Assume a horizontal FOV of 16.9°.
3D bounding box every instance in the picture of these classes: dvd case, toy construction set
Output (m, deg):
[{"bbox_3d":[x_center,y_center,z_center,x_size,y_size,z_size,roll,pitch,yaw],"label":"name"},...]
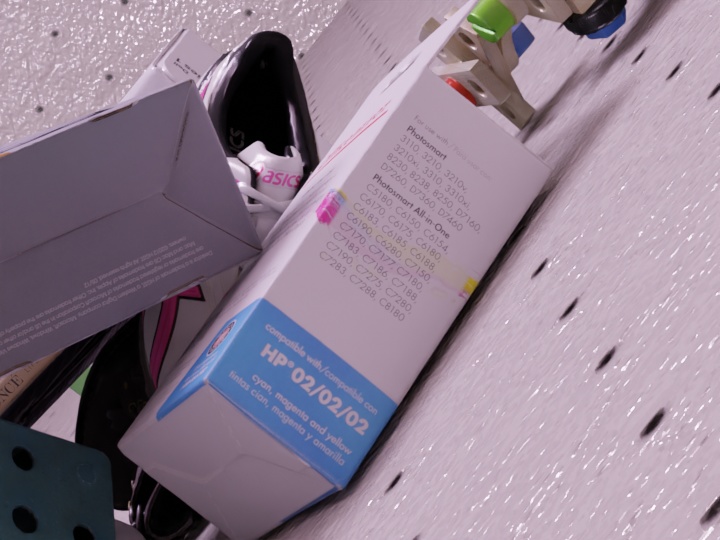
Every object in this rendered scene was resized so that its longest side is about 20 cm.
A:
[{"bbox_3d":[-0.153,0.048,1.203,0.200,0.016,0.149,-48,-2,-22],"label":"dvd case"},{"bbox_3d":[0.090,-0.153,1.041,0.200,0.092,0.131,-60,32,-3],"label":"toy construction set"}]

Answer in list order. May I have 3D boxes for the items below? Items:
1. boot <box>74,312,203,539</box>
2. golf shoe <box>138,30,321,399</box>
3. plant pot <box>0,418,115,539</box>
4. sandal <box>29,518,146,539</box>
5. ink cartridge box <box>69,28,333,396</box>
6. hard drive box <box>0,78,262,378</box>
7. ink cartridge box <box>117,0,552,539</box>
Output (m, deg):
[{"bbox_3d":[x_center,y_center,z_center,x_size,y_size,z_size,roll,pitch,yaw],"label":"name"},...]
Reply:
[{"bbox_3d":[-0.093,0.076,1.168,0.200,0.069,0.174,-61,13,27],"label":"boot"},{"bbox_3d":[-0.053,-0.010,1.034,0.092,0.072,0.200,118,153,-54],"label":"golf shoe"},{"bbox_3d":[-0.193,0.146,1.005,0.200,0.141,0.142,-39,44,35],"label":"plant pot"},{"bbox_3d":[-0.128,0.130,1.085,0.203,0.050,0.083,32,104,62],"label":"sandal"},{"bbox_3d":[-0.113,-0.019,1.429,0.200,0.145,0.084,-48,8,23],"label":"ink cartridge box"},{"bbox_3d":[-0.157,-0.003,0.978,0.156,0.077,0.200,-26,7,-29],"label":"hard drive box"},{"bbox_3d":[0.000,0.000,0.940,0.200,0.068,0.115,-56,9,-26],"label":"ink cartridge box"}]
